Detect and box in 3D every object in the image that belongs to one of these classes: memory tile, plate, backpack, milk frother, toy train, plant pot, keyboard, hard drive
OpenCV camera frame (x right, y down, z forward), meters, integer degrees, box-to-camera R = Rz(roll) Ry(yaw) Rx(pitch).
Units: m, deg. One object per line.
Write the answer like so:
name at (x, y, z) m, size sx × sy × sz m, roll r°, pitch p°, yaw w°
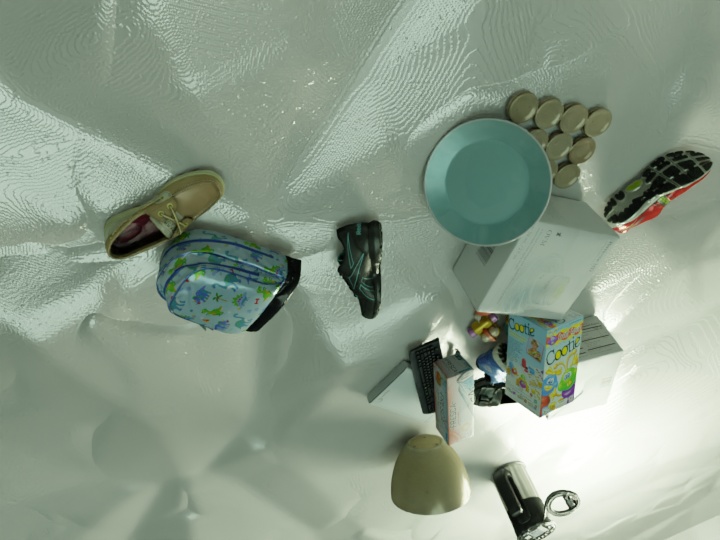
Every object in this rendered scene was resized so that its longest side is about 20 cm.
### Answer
memory tile at (0.305, -0.210, 0.906) m, size 0.199 × 0.017 × 0.154 m, roll 4°, pitch 128°, yaw -21°
plate at (0.200, -0.138, 0.869) m, size 0.199 × 0.026 × 0.202 m, roll 6°, pitch 109°, yaw 19°
backpack at (-0.218, 0.018, 0.865) m, size 0.199 × 0.154 × 0.163 m, roll 34°, pitch 120°, yaw -22°
milk frother at (0.492, 0.629, 1.552) m, size 0.199 × 0.189 × 0.181 m, roll -24°, pitch 133°, yaw 3°
toy train at (0.306, 0.099, 1.139) m, size 0.199 × 0.056 × 0.151 m, roll 9°, pitch 126°, yaw -24°
plant pot at (0.166, 0.487, 1.354) m, size 0.199 × 0.200 × 0.136 m, roll -9°, pitch 96°, yaw -10°
keyboard at (0.178, 0.229, 1.208) m, size 0.126 × 0.021 × 0.201 m, roll -24°, pitch 124°, yaw -13°
hard drive at (0.130, 0.284, 1.258) m, size 0.199 × 0.027 × 0.132 m, roll 27°, pitch 116°, yaw -33°

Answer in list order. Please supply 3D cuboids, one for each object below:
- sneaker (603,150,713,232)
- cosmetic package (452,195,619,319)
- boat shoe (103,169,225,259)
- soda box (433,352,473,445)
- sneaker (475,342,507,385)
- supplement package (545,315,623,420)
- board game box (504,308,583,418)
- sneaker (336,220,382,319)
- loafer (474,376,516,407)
sneaker at (0.545, -0.143, 1.012) m, size 0.200 × 0.077 × 0.085 m, roll -35°, pitch 142°, yaw 22°
cosmetic package at (0.311, -0.027, 0.992) m, size 0.199 × 0.123 × 0.200 m, roll 6°, pitch 127°, yaw -24°
boat shoe at (-0.285, -0.075, 0.800) m, size 0.199 × 0.067 × 0.074 m, roll -30°, pitch 131°, yaw 8°
soda box at (0.205, 0.284, 1.200) m, size 0.068 × 0.064 × 0.201 m, roll -16°, pitch 122°, yaw -16°
sneaker at (0.328, 0.218, 1.245) m, size 0.089 × 0.079 × 0.200 m, roll -24°, pitch 142°, yaw 34°
supplement package at (0.488, 0.226, 1.265) m, size 0.155 × 0.111 × 0.201 m, roll -13°, pitch 132°, yaw -6°
board game box at (0.369, 0.174, 1.113) m, size 0.102 × 0.105 × 0.201 m, roll -16°, pitch 116°, yaw -26°
sneaker at (0.000, 0.000, 0.962) m, size 0.079 × 0.076 × 0.201 m, roll -1°, pitch 124°, yaw 1°
loafer at (0.327, 0.287, 1.284) m, size 0.199 × 0.063 × 0.072 m, roll -3°, pitch 126°, yaw -25°
